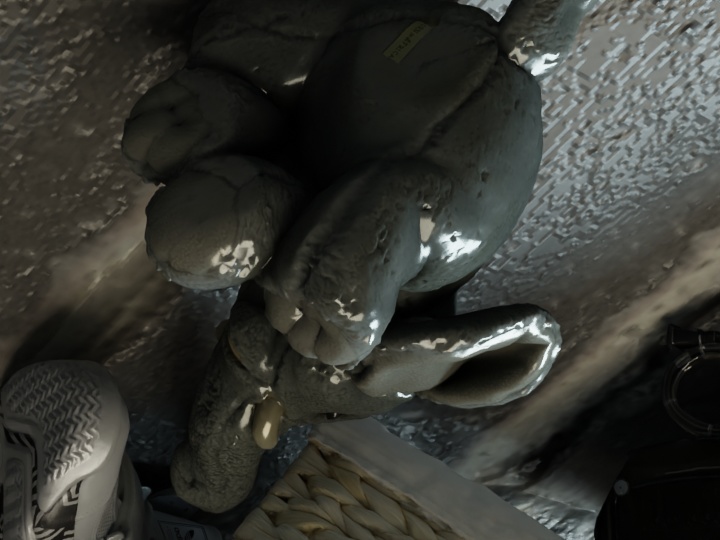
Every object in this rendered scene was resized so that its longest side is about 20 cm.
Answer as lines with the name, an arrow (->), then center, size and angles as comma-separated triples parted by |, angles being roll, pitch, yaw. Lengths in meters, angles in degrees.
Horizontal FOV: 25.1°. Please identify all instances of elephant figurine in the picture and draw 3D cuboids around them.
elephant figurine -> 0.000, 0.000, 0.571 | 0.154, 0.142, 0.201 | 10, 150, 18

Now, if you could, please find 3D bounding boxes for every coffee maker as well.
coffee maker -> 0.210, 0.143, 0.794 | 0.199, 0.134, 0.194 | 15, 93, -57

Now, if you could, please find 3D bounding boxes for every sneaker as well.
sneaker -> -0.102, 0.103, 0.683 | 0.114, 0.076, 0.200 | 2, 142, -25

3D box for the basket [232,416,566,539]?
basket -> 0.031, 0.201, 0.649 | 0.161, 0.199, 0.199 | -47, 147, -25
